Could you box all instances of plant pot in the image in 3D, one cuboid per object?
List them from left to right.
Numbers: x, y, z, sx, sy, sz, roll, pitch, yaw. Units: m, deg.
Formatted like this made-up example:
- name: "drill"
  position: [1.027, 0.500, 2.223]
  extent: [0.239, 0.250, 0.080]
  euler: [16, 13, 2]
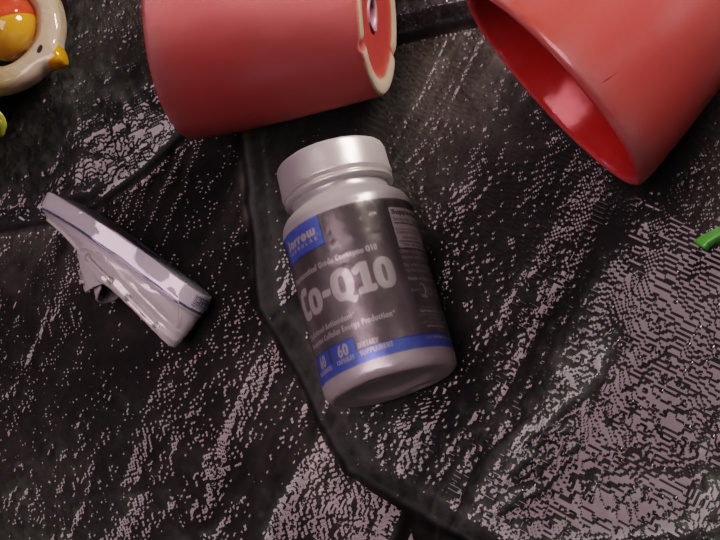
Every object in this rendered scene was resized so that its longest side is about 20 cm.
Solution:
- name: "plant pot"
  position: [-0.069, -0.213, 1.212]
  extent: [0.175, 0.200, 0.203]
  euler: [-1, 81, 14]
- name: "plant pot"
  position: [0.207, -0.194, 1.071]
  extent: [0.177, 0.200, 0.201]
  euler: [-42, 67, 1]

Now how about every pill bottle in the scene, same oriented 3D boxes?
- name: "pill bottle"
  position: [0.000, 0.000, 1.178]
  extent: [0.113, 0.114, 0.202]
  euler: [-22, 73, 20]

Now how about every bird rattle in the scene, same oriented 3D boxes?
- name: "bird rattle"
  position: [-0.367, -0.233, 1.417]
  extent: [0.161, 0.113, 0.202]
  euler: [-18, 65, 4]

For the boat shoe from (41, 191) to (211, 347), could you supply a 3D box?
- name: "boat shoe"
  position: [-0.227, -0.002, 1.307]
  extent: [0.199, 0.073, 0.066]
  euler: [34, 92, 27]

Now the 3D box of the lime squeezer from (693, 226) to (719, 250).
- name: "lime squeezer"
  position: [0.338, -0.085, 1.083]
  extent: [0.201, 0.038, 0.071]
  euler: [-57, 33, 8]
